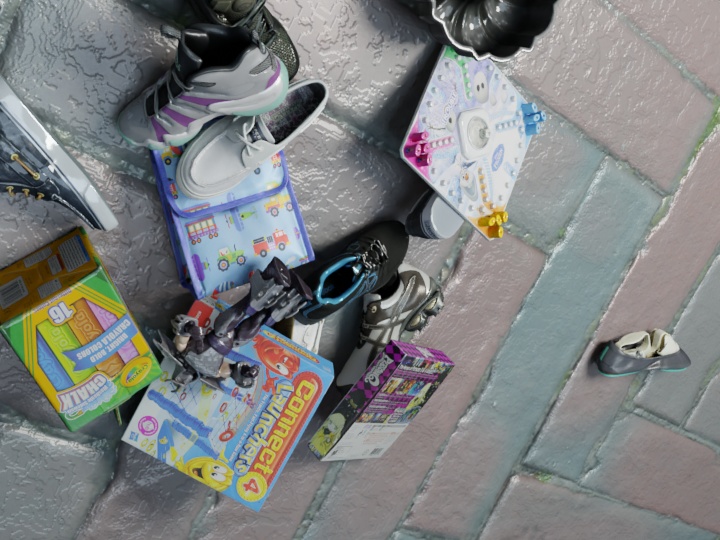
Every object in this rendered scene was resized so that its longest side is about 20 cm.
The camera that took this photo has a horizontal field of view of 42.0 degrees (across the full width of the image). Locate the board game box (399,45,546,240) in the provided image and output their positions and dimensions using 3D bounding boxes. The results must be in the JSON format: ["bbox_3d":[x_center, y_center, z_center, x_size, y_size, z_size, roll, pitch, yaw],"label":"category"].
[{"bbox_3d":[0.151,-0.175,1.197,0.199,0.026,0.203,38,66,-36],"label":"board game box"}]

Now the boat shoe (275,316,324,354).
[{"bbox_3d":[-0.080,0.132,1.230,0.068,0.071,0.204,3,109,-28],"label":"boat shoe"}]

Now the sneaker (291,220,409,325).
[{"bbox_3d":[0.000,0.000,1.184,0.199,0.082,0.074,-40,96,-28],"label":"sneaker"}]

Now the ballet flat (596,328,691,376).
[{"bbox_3d":[0.477,0.133,1.551,0.196,0.073,0.075,-2,113,-26],"label":"ballet flat"}]

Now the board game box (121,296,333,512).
[{"bbox_3d":[-0.162,0.161,1.158,0.193,0.056,0.203,29,97,-8],"label":"board game box"}]

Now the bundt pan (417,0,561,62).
[{"bbox_3d":[0.141,-0.348,1.107,0.198,0.075,0.207,-4,100,-25],"label":"bundt pan"}]

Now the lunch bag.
[{"bbox_3d":[-0.156,-0.091,1.089,0.148,0.094,0.204,-19,106,-19],"label":"lunch bag"}]

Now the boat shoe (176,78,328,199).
[{"bbox_3d":[-0.114,-0.148,1.032,0.198,0.068,0.073,-32,98,-21],"label":"boat shoe"}]

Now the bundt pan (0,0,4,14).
[{"bbox_3d":[-0.433,-0.248,0.852,0.198,0.076,0.206,-12,117,-25],"label":"bundt pan"}]

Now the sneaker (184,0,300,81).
[{"bbox_3d":[-0.124,-0.264,0.999,0.076,0.114,0.200,-43,128,-3],"label":"sneaker"}]

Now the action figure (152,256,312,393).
[{"bbox_3d":[-0.148,0.071,1.064,0.199,0.070,0.130,-42,135,9],"label":"action figure"}]

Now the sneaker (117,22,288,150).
[{"bbox_3d":[-0.183,-0.201,0.960,0.196,0.079,0.140,-20,157,9],"label":"sneaker"}]

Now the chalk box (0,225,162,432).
[{"bbox_3d":[-0.307,0.081,1.047,0.123,0.125,0.203,-31,125,-13],"label":"chalk box"}]

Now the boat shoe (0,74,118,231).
[{"bbox_3d":[-0.346,-0.100,0.979,0.091,0.071,0.201,-40,119,-6],"label":"boat shoe"}]

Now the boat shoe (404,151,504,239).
[{"bbox_3d":[0.129,-0.108,1.241,0.200,0.067,0.074,-51,119,-30],"label":"boat shoe"}]

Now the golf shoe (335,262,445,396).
[{"bbox_3d":[0.021,0.076,1.274,0.094,0.078,0.201,42,90,-14],"label":"golf shoe"}]

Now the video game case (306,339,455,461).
[{"bbox_3d":[0.033,0.180,1.272,0.182,0.036,0.199,-52,156,9],"label":"video game case"}]
